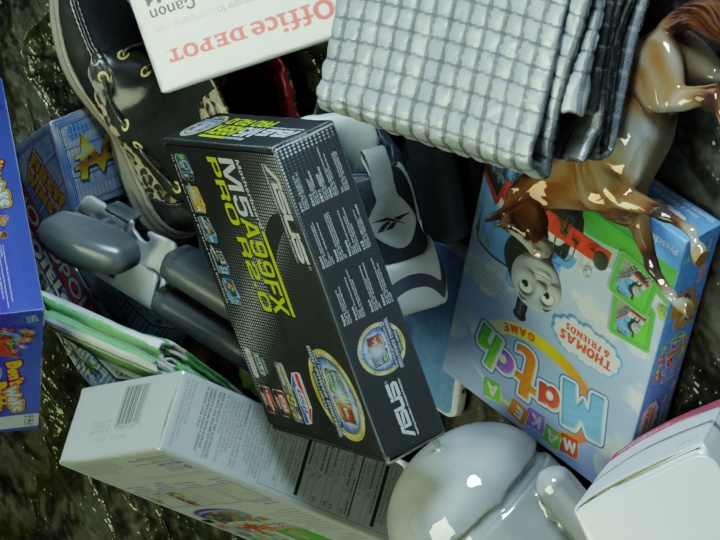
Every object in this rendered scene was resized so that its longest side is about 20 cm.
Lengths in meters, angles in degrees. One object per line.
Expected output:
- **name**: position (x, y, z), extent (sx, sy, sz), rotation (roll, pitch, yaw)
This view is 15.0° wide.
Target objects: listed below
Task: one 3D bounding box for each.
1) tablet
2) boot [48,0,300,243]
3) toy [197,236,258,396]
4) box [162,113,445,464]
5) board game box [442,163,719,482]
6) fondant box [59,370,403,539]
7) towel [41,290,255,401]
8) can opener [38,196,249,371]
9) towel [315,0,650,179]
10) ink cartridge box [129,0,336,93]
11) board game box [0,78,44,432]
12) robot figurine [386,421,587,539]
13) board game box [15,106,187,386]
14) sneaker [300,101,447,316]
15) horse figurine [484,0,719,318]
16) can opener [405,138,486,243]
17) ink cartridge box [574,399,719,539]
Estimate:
- **tablet**: position (0.000, 0.000, 1.780), extent (0.200, 0.014, 0.130), rotation (33, 133, 35)
- **boot**: position (-0.121, -0.129, 1.795), extent (0.151, 0.073, 0.200), rotation (-26, 84, 52)
- **toy**: position (-0.056, 0.053, 1.831), extent (0.200, 0.047, 0.115), rotation (30, 139, 37)
- **box**: position (-0.036, 0.007, 1.615), extent (0.160, 0.044, 0.200), rotation (12, 125, 62)
- **board game box**: position (0.127, 0.018, 1.623), extent (0.151, 0.037, 0.200), rotation (37, 135, 30)
- **fondant box**: position (-0.077, 0.132, 1.798), extent (0.144, 0.200, 0.058), rotation (-12, 57, 57)
- **towel**: position (-0.120, 0.075, 1.851), extent (0.152, 0.200, 0.023), rotation (19, 79, 44)
- **can opener**: position (-0.124, 0.017, 1.780), extent (0.200, 0.067, 0.053), rotation (31, 123, 25)
- **towel**: position (0.079, -0.161, 1.498), extent (0.166, 0.086, 0.200), rotation (17, 99, 37)
- **ink cartridge box**: position (-0.078, -0.225, 1.643), extent (0.147, 0.086, 0.200), rotation (-16, 97, 22)
- **board game box**: position (-0.251, -0.010, 1.836), extent (0.135, 0.045, 0.200), rotation (102, 158, -52)
- **robot figurine**: position (0.096, 0.173, 1.662), extent (0.200, 0.113, 0.170), rotation (46, 139, -5)
- **board game box**: position (-0.193, -0.026, 1.919), extent (0.200, 0.062, 0.200), rotation (60, 151, 13)
- **sneaker**: position (-0.018, -0.046, 1.683), extent (0.199, 0.079, 0.130), rotation (-153, 50, -70)
- **horse figurine**: position (0.163, -0.072, 1.496), extent (0.133, 0.050, 0.200), rotation (43, 120, 34)
- **can opener**: position (0.056, -0.112, 1.619), extent (0.067, 0.053, 0.200), rotation (11, 120, 47)
- **ink cartridge box**: position (0.192, 0.160, 1.494), extent (0.083, 0.200, 0.147), rotation (-27, 88, 12)
